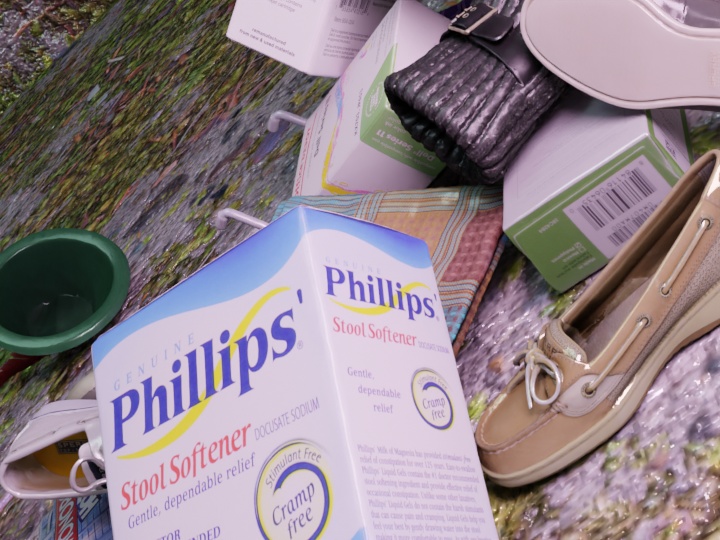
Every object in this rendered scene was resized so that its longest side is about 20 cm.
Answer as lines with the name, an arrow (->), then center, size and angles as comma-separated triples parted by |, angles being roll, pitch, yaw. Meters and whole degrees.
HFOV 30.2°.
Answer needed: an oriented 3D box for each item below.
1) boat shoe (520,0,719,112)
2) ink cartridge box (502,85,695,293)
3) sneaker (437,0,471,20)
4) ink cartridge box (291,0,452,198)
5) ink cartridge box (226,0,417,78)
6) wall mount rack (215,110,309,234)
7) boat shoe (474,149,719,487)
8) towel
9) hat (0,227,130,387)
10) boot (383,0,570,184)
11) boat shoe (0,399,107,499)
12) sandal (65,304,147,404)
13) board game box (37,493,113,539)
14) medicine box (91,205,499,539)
boat shoe -> 0.185, -0.122, 0.732 | 0.198, 0.068, 0.057 | 17, 26, 29
ink cartridge box -> 0.146, -0.088, 0.835 | 0.103, 0.059, 0.201 | -34, 26, 27
sneaker -> 0.071, -0.189, 1.139 | 0.199, 0.081, 0.083 | 2, 39, 50
ink cartridge box -> 0.004, -0.091, 0.998 | 0.200, 0.067, 0.118 | -48, 26, 47
ink cartridge box -> -0.007, -0.257, 1.033 | 0.145, 0.083, 0.203 | -9, -58, -63
wall mount rack -> -0.075, -0.031, 1.124 | 0.175, 0.074, 0.202 | 99, -168, -53
boat shoe -> 0.126, 0.026, 0.679 | 0.200, 0.063, 0.073 | -42, 23, 12
towel -> 0.000, 0.000, 0.864 | 0.198, 0.022, 0.148 | -3, 46, 37
hat -> -0.325, 0.070, 1.470 | 0.197, 0.177, 0.167 | 16, 55, 22
boot -> 0.076, -0.152, 0.860 | 0.158, 0.079, 0.211 | -46, 29, 1
boat shoe -> -0.151, 0.117, 0.844 | 0.199, 0.076, 0.086 | -8, 24, 27
sandal -> -0.150, 0.052, 0.985 | 0.080, 0.057, 0.200 | -53, -14, 28
board game box -> -0.193, 0.194, 0.977 | 0.200, 0.062, 0.200 | -45, 23, 4
medicine box -> -0.040, 0.101, 0.695 | 0.181, 0.102, 0.203 | -30, 62, 35
